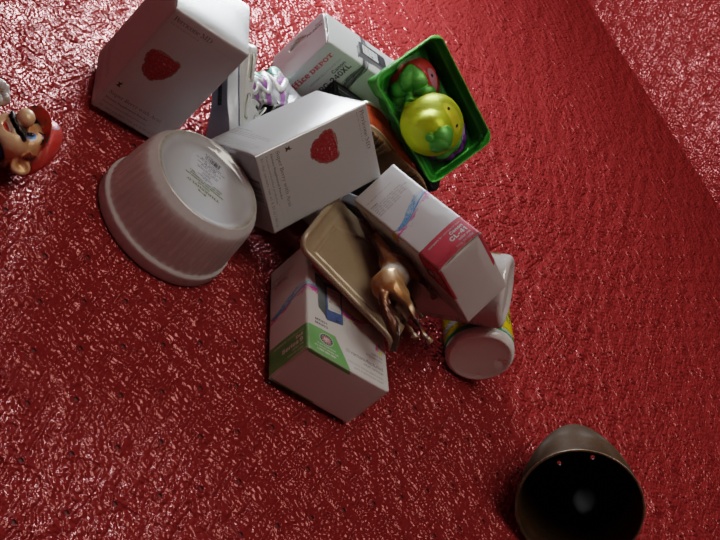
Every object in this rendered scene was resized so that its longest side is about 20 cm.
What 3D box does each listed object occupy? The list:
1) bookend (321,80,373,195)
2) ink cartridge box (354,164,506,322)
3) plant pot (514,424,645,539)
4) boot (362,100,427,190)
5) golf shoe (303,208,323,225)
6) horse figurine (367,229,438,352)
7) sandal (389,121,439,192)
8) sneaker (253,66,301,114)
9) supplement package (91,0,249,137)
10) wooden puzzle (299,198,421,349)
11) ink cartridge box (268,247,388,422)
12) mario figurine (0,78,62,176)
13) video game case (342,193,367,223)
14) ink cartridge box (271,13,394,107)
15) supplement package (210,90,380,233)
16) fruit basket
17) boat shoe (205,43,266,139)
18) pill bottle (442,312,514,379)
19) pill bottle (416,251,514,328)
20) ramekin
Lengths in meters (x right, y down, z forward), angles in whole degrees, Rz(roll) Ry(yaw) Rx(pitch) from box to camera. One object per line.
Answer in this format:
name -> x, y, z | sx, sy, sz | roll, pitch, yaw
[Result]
bookend -> 0.002, -0.178, 1.900 | 0.199, 0.092, 0.200 | 31, 37, -31
ink cartridge box -> 0.100, -0.040, 1.630 | 0.200, 0.086, 0.148 | 45, -6, 38
plant pot -> 0.330, 0.318, 1.754 | 0.187, 0.187, 0.200 | 47, 16, -7
boot -> 0.048, -0.181, 1.823 | 0.200, 0.075, 0.107 | 52, 25, -34
golf shoe -> -0.123, -0.132, 1.727 | 0.200, 0.077, 0.088 | 50, 51, 1
horse figurine -> 0.053, 0.028, 1.567 | 0.133, 0.050, 0.200 | 52, 23, -17
sandal -> 0.082, -0.219, 1.923 | 0.075, 0.048, 0.201 | -58, 135, -53
sneaker -> -0.132, -0.246, 1.798 | 0.140, 0.078, 0.200 | 44, 31, 1
supplement package -> -0.258, -0.295, 1.562 | 0.121, 0.200, 0.120 | 30, 37, -31
wooden puzzle -> 0.000, 0.000, 1.610 | 0.200, 0.037, 0.185 | 50, 27, -9
ink cartridge box -> -0.046, 0.083, 1.567 | 0.145, 0.087, 0.200 | 33, 32, -29
mario figurine -> -0.427, -0.163, 1.302 | 0.200, 0.106, 0.124 | -8, 98, -47
video game case -> 0.023, -0.084, 1.795 | 0.143, 0.018, 0.200 | 23, -3, 44
ink cartridge box -> -0.034, -0.323, 1.954 | 0.200, 0.145, 0.084 | 28, 40, -34
supplement package -> -0.090, -0.158, 1.616 | 0.200, 0.120, 0.121 | -31, 123, -30
fruit basket -> 0.114, -0.243, 1.775 | 0.155, 0.216, 0.216 | -37, 88, -15
boat shoe -> -0.172, -0.231, 1.663 | 0.086, 0.075, 0.202 | 0, 92, -35
pill bottle -> 0.188, 0.069, 1.864 | 0.113, 0.113, 0.200 | 33, 35, -27
pill bottle -> 0.129, 0.017, 1.757 | 0.200, 0.115, 0.114 | 9, 29, 14
ramekin -> -0.229, -0.090, 1.492 | 0.200, 0.105, 0.200 | 33, 35, -27
